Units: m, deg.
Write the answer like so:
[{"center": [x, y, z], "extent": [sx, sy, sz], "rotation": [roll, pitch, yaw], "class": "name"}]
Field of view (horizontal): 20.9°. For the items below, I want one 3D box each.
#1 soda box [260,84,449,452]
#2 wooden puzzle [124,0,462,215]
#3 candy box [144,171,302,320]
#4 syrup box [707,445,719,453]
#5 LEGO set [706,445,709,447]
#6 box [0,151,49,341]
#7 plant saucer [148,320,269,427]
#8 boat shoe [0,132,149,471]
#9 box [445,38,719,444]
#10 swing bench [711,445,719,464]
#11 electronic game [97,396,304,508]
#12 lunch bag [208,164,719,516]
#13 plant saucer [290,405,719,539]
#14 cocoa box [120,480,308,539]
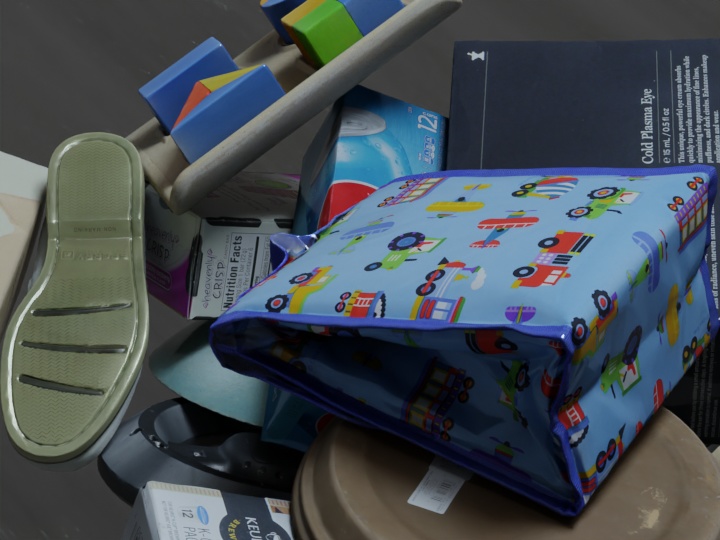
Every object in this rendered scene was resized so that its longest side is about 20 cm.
[{"center": [0.000, 0.000, 0.999], "extent": [0.064, 0.068, 0.201], "rotation": [18, 46, -14], "class": "soda box"}, {"center": [-0.051, -0.115, 1.075], "extent": [0.046, 0.185, 0.200], "rotation": [54, -4, -17], "class": "wooden puzzle"}, {"center": [-0.035, -0.015, 1.133], "extent": [0.199, 0.061, 0.136], "rotation": [2, 14, -30], "class": "candy box"}, {"center": [0.230, 0.166, 1.078], "extent": [0.081, 0.079, 0.200], "rotation": [33, 27, -16], "class": "syrup box"}, {"center": [0.146, 0.106, 1.059], "extent": [0.116, 0.154, 0.200], "rotation": [43, 36, -19], "class": "LEGO set"}, {"center": [-0.224, 0.017, 1.021], "extent": [0.077, 0.095, 0.200], "rotation": [18, 31, -7], "class": "box"}, {"center": [-0.018, 0.048, 1.096], "extent": [0.200, 0.039, 0.201], "rotation": [9, 13, -2], "class": "plant saucer"}, {"center": [-0.143, 0.025, 1.032], "extent": [0.074, 0.069, 0.201], "rotation": [6, 54, 1], "class": "boat shoe"}, {"center": [0.136, -0.018, 1.025], "extent": [0.181, 0.104, 0.201], "rotation": [1, 50, 6], "class": "box"}, {"center": [0.146, 0.224, 0.867], "extent": [0.130, 0.199, 0.199], "rotation": [53, 5, -44], "class": "swing bench"}, {"center": [-0.036, 0.107, 1.007], "extent": [0.199, 0.042, 0.200], "rotation": [9, 11, -2], "class": "electronic game"}, {"center": [0.039, 0.009, 0.873], "extent": [0.199, 0.095, 0.151], "rotation": [13, 35, 30], "class": "lunch bag"}, {"center": [0.070, 0.096, 0.835], "extent": [0.199, 0.030, 0.200], "rotation": [3, 33, -2], "class": "plant saucer"}, {"center": [-0.033, 0.205, 0.798], "extent": [0.131, 0.134, 0.200], "rotation": [10, 31, -22], "class": "cocoa box"}]
